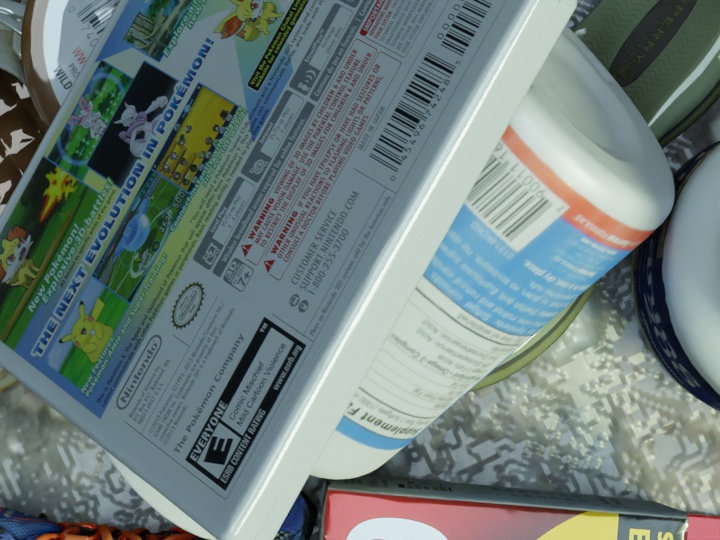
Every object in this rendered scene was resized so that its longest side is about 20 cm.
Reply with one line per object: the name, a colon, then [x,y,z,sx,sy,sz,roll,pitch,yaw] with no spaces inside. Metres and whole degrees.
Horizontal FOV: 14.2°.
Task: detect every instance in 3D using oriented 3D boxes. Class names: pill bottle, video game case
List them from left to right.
video game case: [-0.039,-0.033,0.945,0.022,0.182,0.200,26,94,-44]
pill bottle: [0.000,0.000,0.988,0.200,0.112,0.112,-41,89,21]
pill bottle: [0.156,0.000,0.999,0.111,0.200,0.111,0,88,0]

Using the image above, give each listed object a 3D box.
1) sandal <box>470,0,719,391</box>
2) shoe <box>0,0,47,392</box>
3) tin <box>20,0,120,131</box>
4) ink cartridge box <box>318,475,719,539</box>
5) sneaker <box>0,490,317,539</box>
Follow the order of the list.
sandal: [0.067,-0.047,1.056,0.080,0.057,0.201,32,86,38]
shoe: [-0.130,-0.053,1.074,0.070,0.053,0.200,4,89,0]
tin: [-0.029,-0.103,1.027,0.200,0.042,0.112,-35,87,7]
ink cartridge box: [0.065,0.181,1.055,0.175,0.084,0.200,4,89,-1]
sneaker: [-0.112,0.117,1.064,0.200,0.075,0.079,-21,86,-2]
